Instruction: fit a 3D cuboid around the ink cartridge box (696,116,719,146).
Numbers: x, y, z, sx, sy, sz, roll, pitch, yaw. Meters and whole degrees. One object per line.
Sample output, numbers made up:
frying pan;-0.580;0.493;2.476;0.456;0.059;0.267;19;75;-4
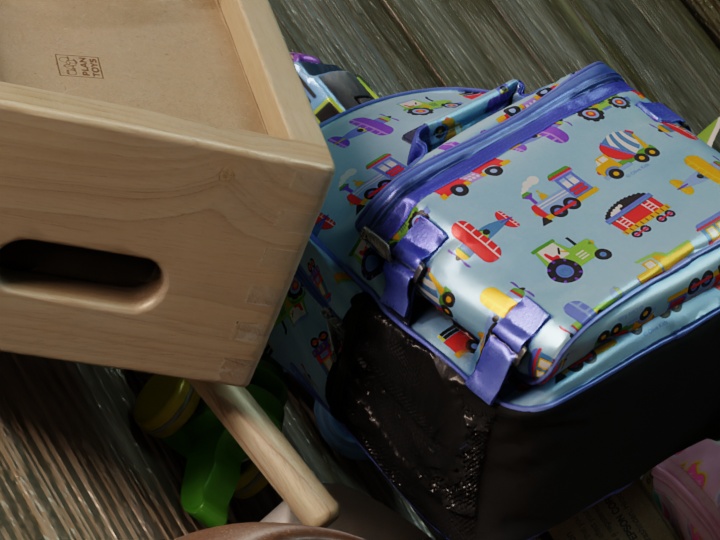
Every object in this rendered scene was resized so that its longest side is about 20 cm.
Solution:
ink cartridge box;0.136;0.018;1.393;0.076;0.200;0.148;48;16;0

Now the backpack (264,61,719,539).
backpack;0.051;-0.005;1.053;0.182;0.135;0.200;-25;50;-31

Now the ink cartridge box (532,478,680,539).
ink cartridge box;0.105;0.135;1.158;0.165;0.075;0.200;57;1;43

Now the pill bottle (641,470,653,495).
pill bottle;0.189;0.084;1.534;0.114;0.114;0.200;34;21;-41

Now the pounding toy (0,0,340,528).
pounding toy;-0.096;-0.024;0.986;0.199;0.143;0.184;10;32;-22

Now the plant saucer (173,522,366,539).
plant saucer;0.004;0.162;0.911;0.200;0.034;0.201;29;35;-22

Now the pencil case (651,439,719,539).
pencil case;0.190;0.124;1.189;0.087;0.087;0.200;43;6;-15

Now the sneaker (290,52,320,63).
sneaker;-0.009;-0.031;1.336;0.200;0.088;0.080;53;15;12

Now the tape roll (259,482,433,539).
tape roll;0.028;0.172;1.043;0.203;0.037;0.203;44;15;-15

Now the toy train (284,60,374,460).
toy train;0.000;0.000;1.233;0.200;0.114;0.087;50;16;10

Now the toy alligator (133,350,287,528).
toy alligator;-0.059;0.034;1.105;0.059;0.054;0.200;40;17;-26

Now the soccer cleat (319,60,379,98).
soccer cleat;-0.048;-0.090;1.442;0.200;0.065;0.084;38;36;-36
